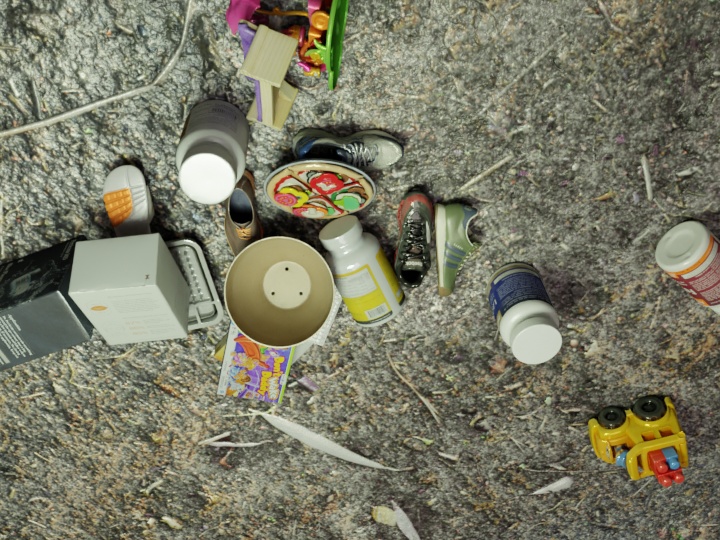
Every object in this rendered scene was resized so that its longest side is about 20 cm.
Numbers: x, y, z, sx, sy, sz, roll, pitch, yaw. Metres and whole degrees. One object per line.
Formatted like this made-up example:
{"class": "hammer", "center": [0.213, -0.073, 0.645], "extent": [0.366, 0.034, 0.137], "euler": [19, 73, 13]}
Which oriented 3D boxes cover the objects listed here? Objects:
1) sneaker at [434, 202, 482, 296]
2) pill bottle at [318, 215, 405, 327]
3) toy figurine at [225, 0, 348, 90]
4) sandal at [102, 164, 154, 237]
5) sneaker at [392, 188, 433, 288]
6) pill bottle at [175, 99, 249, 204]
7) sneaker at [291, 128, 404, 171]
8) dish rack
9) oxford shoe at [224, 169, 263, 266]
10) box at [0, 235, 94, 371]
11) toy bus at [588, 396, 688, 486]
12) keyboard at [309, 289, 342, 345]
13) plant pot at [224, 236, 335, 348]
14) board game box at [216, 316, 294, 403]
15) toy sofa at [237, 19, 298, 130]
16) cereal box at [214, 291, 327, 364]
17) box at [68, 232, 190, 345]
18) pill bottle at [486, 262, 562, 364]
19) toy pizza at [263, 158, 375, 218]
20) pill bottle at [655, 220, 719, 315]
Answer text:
{"class": "sneaker", "center": [0.190, -0.038, 1.573], "extent": [0.089, 0.067, 0.201], "euler": [-3, 120, 3]}
{"class": "pill bottle", "center": [0.000, 0.000, 1.545], "extent": [0.112, 0.112, 0.200], "euler": [-22, 117, 9]}
{"class": "toy figurine", "center": [-0.122, -0.390, 1.308], "extent": [0.183, 0.151, 0.200], "euler": [11, 147, 4]}
{"class": "sandal", "center": [-0.413, -0.096, 1.486], "extent": [0.079, 0.059, 0.207], "euler": [-1, 115, 2]}
{"class": "sneaker", "center": [0.102, -0.052, 1.541], "extent": [0.071, 0.098, 0.201], "euler": [3, 121, -5]}
{"class": "pill bottle", "center": [-0.245, -0.195, 1.355], "extent": [0.114, 0.200, 0.115], "euler": [-2, 123, -3]}
{"class": "sneaker", "center": [-0.020, -0.201, 1.436], "extent": [0.199, 0.085, 0.077], "euler": [-1, 116, -6]}
{"class": "dish rack", "center": [-0.366, 0.027, 1.582], "extent": [0.171, 0.044, 0.201], "euler": [-11, 123, 3]}
{"class": "oxford shoe", "center": [-0.220, -0.083, 1.505], "extent": [0.071, 0.073, 0.201], "euler": [-6, 123, -2]}
{"class": "box", "center": [-0.585, 0.058, 1.491], "extent": [0.199, 0.197, 0.118], "euler": [-19, 121, 7]}
{"class": "toy bus", "center": [0.632, 0.402, 1.826], "extent": [0.199, 0.192, 0.136], "euler": [-16, 124, 7]}
{"class": "keyboard", "center": [-0.065, 0.054, 1.618], "extent": [0.056, 0.011, 0.201], "euler": [17, 106, -20]}
{"class": "plant pot", "center": [-0.144, 0.035, 1.526], "extent": [0.199, 0.134, 0.201], "euler": [0, 94, 1]}
{"class": "board game box", "center": [-0.205, 0.167, 1.637], "extent": [0.134, 0.045, 0.201], "euler": [10, 120, -10]}
{"class": "toy sofa", "center": [-0.156, -0.304, 1.292], "extent": [0.097, 0.200, 0.083], "euler": [21, 78, -1]}
{"class": "cereal box", "center": [-0.184, 0.138, 1.671], "extent": [0.144, 0.040, 0.200], "euler": [34, 114, -24]}
{"class": "box", "center": [-0.403, 0.037, 1.452], "extent": [0.152, 0.107, 0.200], "euler": [-5, 149, 2]}
{"class": "pill bottle", "center": [0.318, 0.083, 1.585], "extent": [0.115, 0.200, 0.116], "euler": [-2, 123, -3]}
{"class": "toy pizza", "center": [-0.072, -0.135, 1.452], "extent": [0.199, 0.032, 0.200], "euler": [0, 155, 0]}
{"class": "pill bottle", "center": [0.688, 0.002, 1.618], "extent": [0.200, 0.114, 0.114], "euler": [36, 113, -24]}
